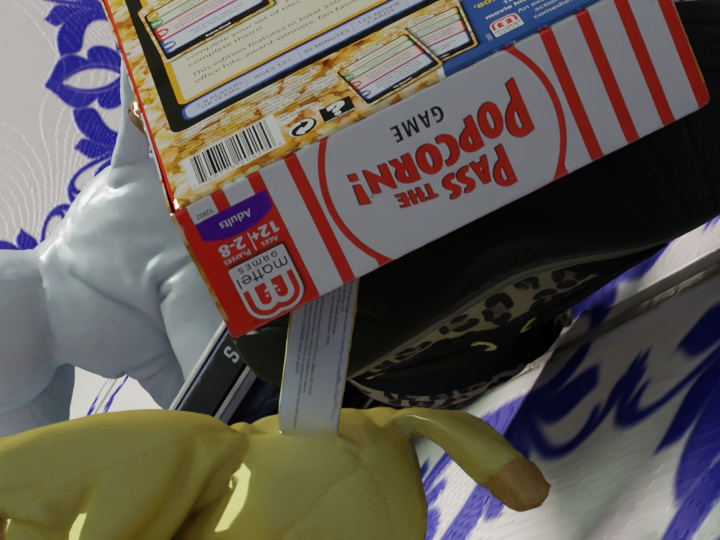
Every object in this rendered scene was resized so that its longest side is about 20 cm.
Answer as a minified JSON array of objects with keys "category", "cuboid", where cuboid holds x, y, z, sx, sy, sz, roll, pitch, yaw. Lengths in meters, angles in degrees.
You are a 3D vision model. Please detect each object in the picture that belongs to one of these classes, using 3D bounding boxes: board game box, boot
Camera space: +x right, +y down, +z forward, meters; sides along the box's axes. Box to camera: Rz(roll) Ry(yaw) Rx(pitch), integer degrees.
[{"category":"board game box","cuboid":[0.004,-0.072,0.836,0.151,0.047,0.200,-26,27,1]},{"category":"boot","cuboid":[0.061,-0.016,0.911,0.203,0.074,0.154,-27,-12,7]}]

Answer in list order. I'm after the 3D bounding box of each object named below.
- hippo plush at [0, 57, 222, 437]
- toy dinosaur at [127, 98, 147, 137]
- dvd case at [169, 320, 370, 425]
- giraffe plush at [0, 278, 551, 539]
[{"category":"hippo plush","cuboid":[-0.124,0.035,1.239,0.160,0.160,0.200,-26,-25,-5]},{"category":"toy dinosaur","cuboid":[0.017,-0.035,0.967,0.106,0.198,0.061,131,134,-75]},{"category":"dvd case","cuboid":[0.000,0.000,1.116,0.201,0.025,0.150,-57,-20,20]},{"category":"giraffe plush","cuboid":[-0.041,0.113,0.828,0.162,0.172,0.201,103,-168,-66]}]
